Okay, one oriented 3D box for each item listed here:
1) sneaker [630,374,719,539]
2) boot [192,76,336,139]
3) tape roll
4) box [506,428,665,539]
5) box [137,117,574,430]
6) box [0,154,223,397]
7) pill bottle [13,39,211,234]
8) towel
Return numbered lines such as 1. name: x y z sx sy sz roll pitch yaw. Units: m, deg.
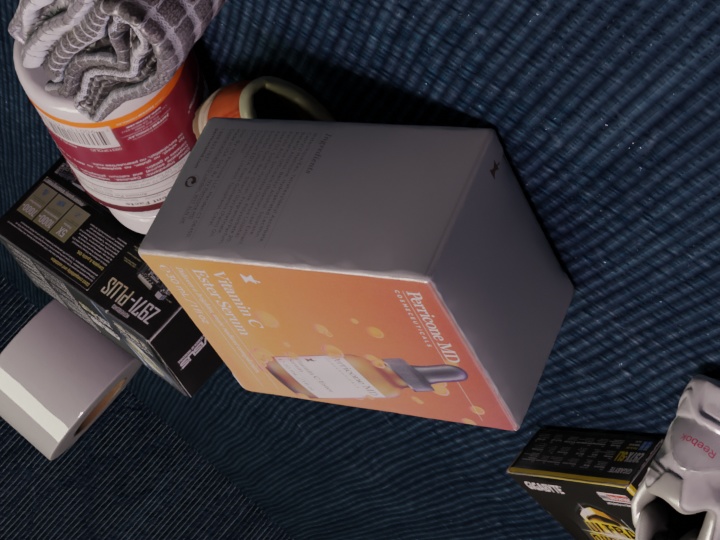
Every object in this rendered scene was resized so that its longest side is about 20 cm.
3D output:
1. sneaker: 0.201 0.144 1.027 0.078 0.099 0.200 32 162 33
2. boot: -0.023 -0.046 1.124 0.200 0.075 0.107 46 160 -11
3. tape roll: -0.408 0.142 2.343 0.139 0.203 0.203 40 165 2
4. box: 0.209 0.185 1.222 0.160 0.049 0.200 44 165 -12
5. box: 0.000 0.000 1.005 0.199 0.107 0.152 5 146 33
6. box: -0.157 -0.025 1.332 0.200 0.164 0.086 31 161 34
7. pill bottle: -0.159 -0.110 1.196 0.114 0.114 0.200 36 165 21
8. towel: -0.082 -0.156 0.787 0.086 0.166 0.200 38 166 -10
